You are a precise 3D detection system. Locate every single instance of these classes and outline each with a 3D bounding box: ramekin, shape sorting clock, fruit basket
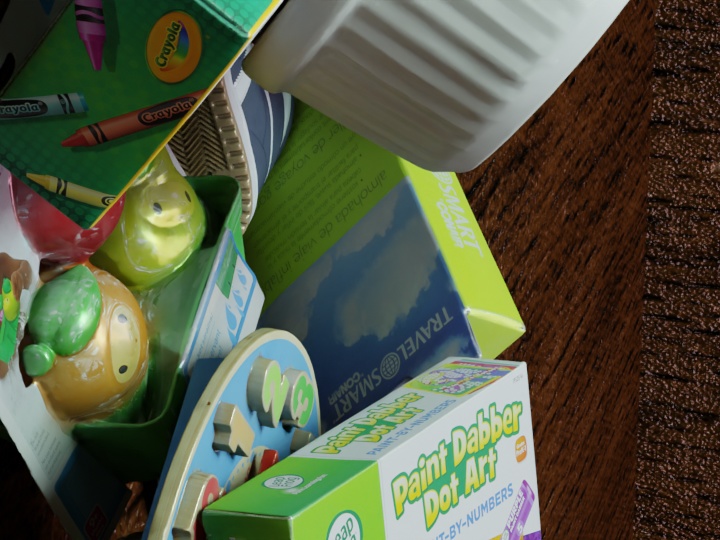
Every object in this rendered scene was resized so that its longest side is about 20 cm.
[{"bbox_3d":[0.052,-0.126,0.892,0.202,0.094,0.202,-50,-174,7],"label":"ramekin"},{"bbox_3d":[-0.049,0.122,0.953,0.200,0.039,0.200,9,90,-70],"label":"shape sorting clock"},{"bbox_3d":[-0.107,-0.012,0.948,0.200,0.094,0.185,75,24,-47],"label":"fruit basket"}]

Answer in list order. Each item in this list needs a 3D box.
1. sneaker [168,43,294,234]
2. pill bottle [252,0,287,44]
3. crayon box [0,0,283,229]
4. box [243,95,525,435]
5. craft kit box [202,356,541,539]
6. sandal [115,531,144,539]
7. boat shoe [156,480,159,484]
[{"bbox_3d":[-0.074,-0.117,1.098,0.109,0.070,0.200,-64,152,-69],"label":"sneaker"},{"bbox_3d":[-0.002,-0.123,1.289,0.116,0.116,0.200,67,30,-63],"label":"pill bottle"},{"bbox_3d":[-0.054,-0.117,0.892,0.119,0.058,0.200,-45,-172,40],"label":"crayon box"},{"bbox_3d":[0.000,0.000,1.126,0.048,0.122,0.200,17,40,-42],"label":"box"},{"bbox_3d":[0.015,0.156,0.964,0.200,0.048,0.198,-28,114,-56],"label":"craft kit box"},{"bbox_3d":[-0.116,0.149,0.921,0.080,0.054,0.200,-56,158,20],"label":"sandal"},{"bbox_3d":[-0.069,0.099,1.184,0.200,0.067,0.057,84,1,-47],"label":"boat shoe"}]
